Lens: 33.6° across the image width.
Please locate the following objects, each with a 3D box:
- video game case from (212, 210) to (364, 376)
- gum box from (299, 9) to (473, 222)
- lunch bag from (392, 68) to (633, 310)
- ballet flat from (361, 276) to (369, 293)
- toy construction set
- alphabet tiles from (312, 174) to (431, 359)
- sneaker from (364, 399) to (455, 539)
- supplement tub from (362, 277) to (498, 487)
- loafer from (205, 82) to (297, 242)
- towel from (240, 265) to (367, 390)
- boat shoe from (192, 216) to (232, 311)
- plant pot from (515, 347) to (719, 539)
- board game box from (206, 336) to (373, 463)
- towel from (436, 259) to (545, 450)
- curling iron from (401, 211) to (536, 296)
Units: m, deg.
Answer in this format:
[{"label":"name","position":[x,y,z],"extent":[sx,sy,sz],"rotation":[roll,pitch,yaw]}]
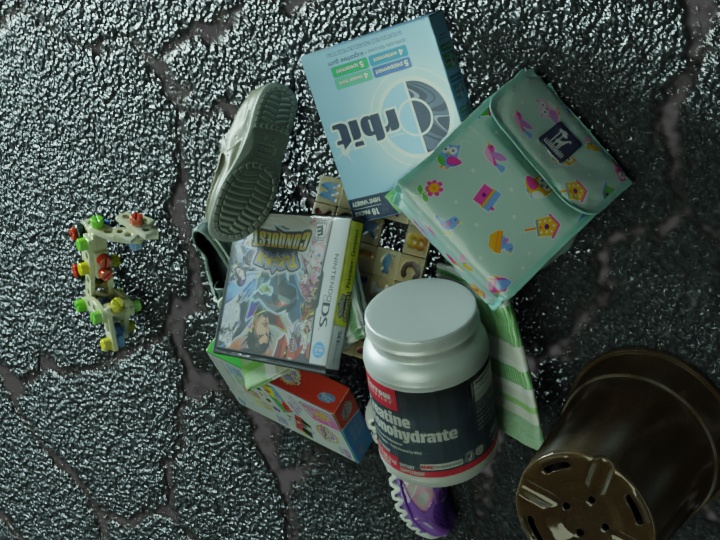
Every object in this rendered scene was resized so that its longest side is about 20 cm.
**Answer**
[{"label":"video game case","position":[-0.089,0.022,1.414],"extent":[0.199,0.025,0.182],"rotation":[6,85,42]},{"label":"gum box","position":[0.041,-0.167,1.330],"extent":[0.169,0.045,0.201],"rotation":[-11,105,31]},{"label":"lunch bag","position":[0.158,-0.087,1.221],"extent":[0.200,0.122,0.171],"rotation":[-41,84,-4]},{"label":"ballet flat","position":[-0.045,0.056,1.495],"extent":[0.199,0.068,0.064],"rotation":[-29,126,30]},{"label":"toy construction set","position":[-0.349,-0.001,1.659],"extent":[0.131,0.092,0.201],"rotation":[45,125,42]},{"label":"alphabet tiles","position":[0.000,0.000,1.417],"extent":[0.166,0.008,0.202],"rotation":[15,94,29]},{"label":"sneaker","position":[0.080,0.238,1.478],"extent":[0.088,0.080,0.201],"rotation":[-16,100,31]},{"label":"supplement tub","position":[0.078,0.125,1.326],"extent":[0.140,0.140,0.201],"rotation":[11,127,31]},{"label":"loafer","position":[-0.134,-0.131,1.439],"extent":[0.070,0.075,0.201],"rotation":[29,96,58]},{"label":"towel","position":[-0.076,0.044,1.435],"extent":[0.199,0.031,0.150],"rotation":[-28,62,34]},{"label":"boat shoe","position":[-0.178,0.023,1.569],"extent":[0.072,0.062,0.201],"rotation":[3,112,34]},{"label":"plant pot","position":[0.270,0.210,1.250],"extent":[0.199,0.198,0.202],"rotation":[14,117,30]},{"label":"board game box","position":[-0.089,0.161,1.534],"extent":[0.199,0.040,0.153],"rotation":[23,156,25]},{"label":"towel","position":[0.146,0.093,1.352],"extent":[0.152,0.023,0.201],"rotation":[21,129,65]},{"label":"curling iron","position":[0.119,-0.036,1.316],"extent":[0.200,0.026,0.050],"rotation":[37,97,-18]}]
